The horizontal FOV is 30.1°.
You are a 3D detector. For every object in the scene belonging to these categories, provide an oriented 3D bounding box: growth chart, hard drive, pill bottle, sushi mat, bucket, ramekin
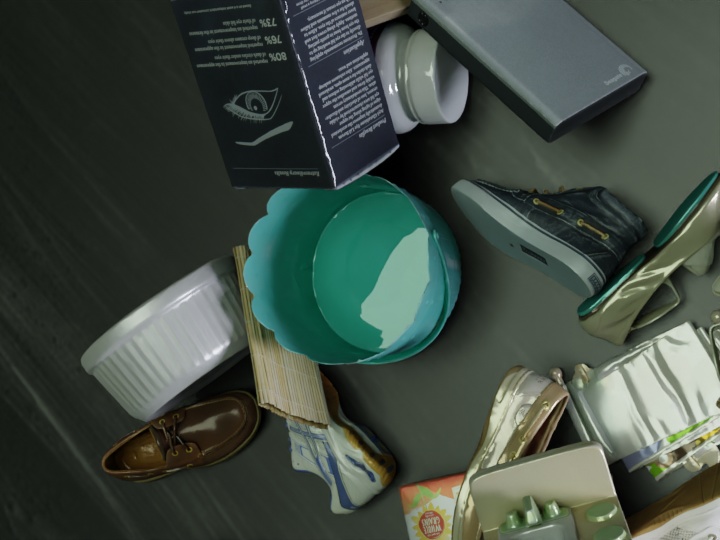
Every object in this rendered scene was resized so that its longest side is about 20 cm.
[{"bbox_3d":[0.293,0.128,1.284,0.199,0.018,0.145,-24,78,23],"label":"growth chart"},{"bbox_3d":[0.162,-0.220,1.304,0.200,0.139,0.033,46,146,20],"label":"hard drive"},{"bbox_3d":[0.003,-0.197,1.383,0.199,0.114,0.115,1,88,26],"label":"pill bottle"},{"bbox_3d":[-0.082,0.068,1.385,0.012,0.095,0.201,-36,49,28],"label":"sushi mat"},{"bbox_3d":[0.000,0.000,1.362,0.206,0.135,0.208,-1,86,24],"label":"bucket"},{"bbox_3d":[-0.190,0.078,1.427,0.202,0.202,0.094,-37,86,20],"label":"ramekin"}]

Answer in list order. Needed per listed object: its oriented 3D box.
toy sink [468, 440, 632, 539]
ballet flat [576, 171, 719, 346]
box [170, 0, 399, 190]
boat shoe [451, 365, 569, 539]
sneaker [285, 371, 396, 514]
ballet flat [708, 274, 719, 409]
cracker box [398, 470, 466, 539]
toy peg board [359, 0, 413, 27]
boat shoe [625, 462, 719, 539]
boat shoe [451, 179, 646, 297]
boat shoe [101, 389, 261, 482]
[{"bbox_3d":[0.185,0.275,1.193,0.130,0.112,0.201,-16,104,6],"label":"toy sink"},{"bbox_3d":[0.292,-0.005,1.272,0.200,0.069,0.070,-48,70,18],"label":"ballet flat"},{"bbox_3d":[-0.070,-0.185,1.271,0.147,0.104,0.201,5,121,41],"label":"box"},{"bbox_3d":[0.143,0.193,1.263,0.069,0.074,0.201,18,93,28],"label":"boat shoe"},{"bbox_3d":[-0.055,0.169,1.418,0.088,0.075,0.200,-47,70,17],"label":"sneaker"},{"bbox_3d":[0.353,0.038,1.224,0.065,0.070,0.201,2,80,23],"label":"ballet flat"},{"bbox_3d":[0.127,0.299,1.334,0.133,0.058,0.201,-15,80,22],"label":"cracker box"},{"bbox_3d":[-0.013,-0.328,1.371,0.200,0.200,0.098,57,142,8],"label":"toy peg board"},{"bbox_3d":[0.316,0.237,1.244,0.200,0.071,0.069,-38,92,32],"label":"boat shoe"},{"bbox_3d":[0.185,-0.054,1.323,0.091,0.071,0.200,-44,53,-13],"label":"boat shoe"},{"bbox_3d":[-0.202,0.190,1.491,0.199,0.067,0.072,-24,78,23],"label":"boat shoe"}]
